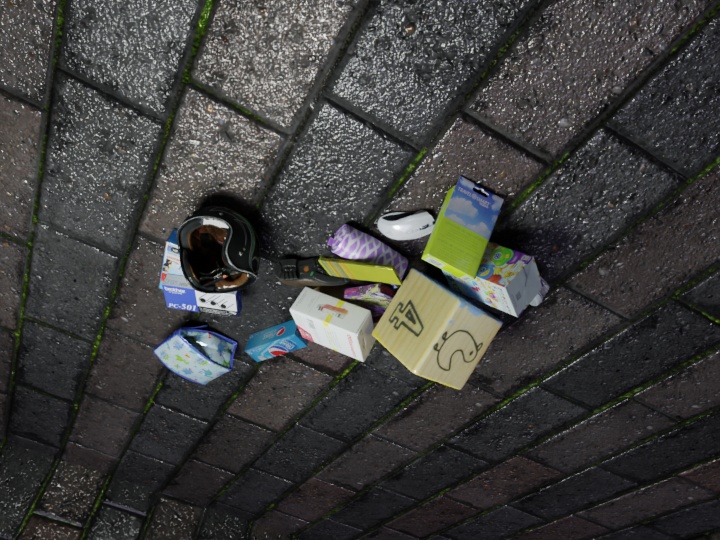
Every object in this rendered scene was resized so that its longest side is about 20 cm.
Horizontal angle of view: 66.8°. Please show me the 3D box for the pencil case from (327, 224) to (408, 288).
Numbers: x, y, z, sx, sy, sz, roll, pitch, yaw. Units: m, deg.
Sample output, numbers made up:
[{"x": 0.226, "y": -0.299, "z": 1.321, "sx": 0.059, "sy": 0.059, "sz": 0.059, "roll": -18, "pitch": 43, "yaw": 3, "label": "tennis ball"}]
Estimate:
[{"x": 0.023, "y": -0.038, "z": 1.350, "sx": 0.200, "sy": 0.084, "sz": 0.085, "roll": 31, "pitch": 165, "yaw": -18, "label": "pencil case"}]

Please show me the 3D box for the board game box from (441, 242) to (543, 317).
[{"x": 0.296, "y": 0.007, "z": 1.252, "sx": 0.200, "sy": 0.103, "sz": 0.105, "roll": 25, "pitch": 155, "yaw": 48, "label": "board game box"}]

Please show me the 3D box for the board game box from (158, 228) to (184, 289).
[{"x": -0.432, "y": 0.002, "z": 1.485, "sx": 0.200, "sy": 0.056, "sz": 0.196, "roll": 20, "pitch": 135, "yaw": -10, "label": "board game box"}]

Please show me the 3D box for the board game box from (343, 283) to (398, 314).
[{"x": 0.066, "y": 0.081, "z": 1.429, "sx": 0.120, "sy": 0.032, "sz": 0.200, "roll": -15, "pitch": 152, "yaw": 37, "label": "board game box"}]

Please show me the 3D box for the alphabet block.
[{"x": 0.185, "y": 0.142, "z": 1.336, "sx": 0.195, "sy": 0.196, "sz": 0.200, "roll": 26, "pitch": 98, "yaw": -38, "label": "alphabet block"}]

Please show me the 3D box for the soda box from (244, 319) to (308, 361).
[{"x": -0.251, "y": 0.211, "z": 1.653, "sx": 0.200, "sy": 0.068, "sz": 0.064, "roll": -21, "pitch": 127, "yaw": 28, "label": "soda box"}]

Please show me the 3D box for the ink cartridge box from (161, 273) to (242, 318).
[{"x": -0.427, "y": 0.070, "z": 1.480, "sx": 0.200, "sy": 0.044, "sz": 0.094, "roll": 8, "pitch": 134, "yaw": 2, "label": "ink cartridge box"}]

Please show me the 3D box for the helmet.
[{"x": -0.339, "y": -0.056, "z": 1.317, "sx": 0.200, "sy": 0.191, "sz": 0.200, "roll": -13, "pitch": 161, "yaw": -5, "label": "helmet"}]

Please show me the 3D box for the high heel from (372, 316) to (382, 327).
[{"x": 0.042, "y": 0.158, "z": 1.520, "sx": 0.200, "sy": 0.068, "sz": 0.096, "roll": -1, "pitch": 180, "yaw": 30, "label": "high heel"}]

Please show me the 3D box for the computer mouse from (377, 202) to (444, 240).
[{"x": 0.137, "y": -0.103, "z": 1.285, "sx": 0.200, "sy": 0.044, "sz": 0.110, "roll": -7, "pitch": 134, "yaw": 17, "label": "computer mouse"}]

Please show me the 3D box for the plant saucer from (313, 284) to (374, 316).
[{"x": -0.061, "y": 0.119, "z": 1.549, "sx": 0.200, "sy": 0.035, "sz": 0.200, "roll": 5, "pitch": 135, "yaw": 5, "label": "plant saucer"}]

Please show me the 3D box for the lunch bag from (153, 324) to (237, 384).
[{"x": -0.518, "y": 0.255, "z": 1.705, "sx": 0.200, "sy": 0.128, "sz": 0.170, "roll": 30, "pitch": 133, "yaw": -32, "label": "lunch bag"}]

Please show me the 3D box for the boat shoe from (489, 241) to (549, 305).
[{"x": 0.377, "y": -0.004, "z": 1.328, "sx": 0.200, "sy": 0.067, "sz": 0.074, "roll": 48, "pitch": 162, "yaw": -9, "label": "boat shoe"}]

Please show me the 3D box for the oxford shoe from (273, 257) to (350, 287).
[{"x": -0.122, "y": 0.010, "z": 1.441, "sx": 0.200, "sy": 0.073, "sz": 0.084, "roll": 5, "pitch": 159, "yaw": 2, "label": "oxford shoe"}]

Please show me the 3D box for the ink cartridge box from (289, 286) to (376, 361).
[{"x": -0.067, "y": 0.142, "z": 1.431, "sx": 0.200, "sy": 0.083, "sz": 0.145, "roll": 19, "pitch": 148, "yaw": 23, "label": "ink cartridge box"}]

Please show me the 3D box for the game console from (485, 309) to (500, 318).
[{"x": 0.257, "y": 0.156, "z": 1.541, "sx": 0.200, "sy": 0.117, "sz": 0.176, "roll": 24, "pitch": 164, "yaw": -13, "label": "game console"}]

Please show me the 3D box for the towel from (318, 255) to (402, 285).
[{"x": 0.000, "y": 0.000, "z": 1.326, "sx": 0.200, "sy": 0.018, "sz": 0.086, "roll": 7, "pitch": 156, "yaw": 25, "label": "towel"}]

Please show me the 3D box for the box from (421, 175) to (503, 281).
[{"x": 0.225, "y": -0.091, "z": 1.196, "sx": 0.122, "sy": 0.200, "sz": 0.048, "roll": 27, "pitch": 164, "yaw": -10, "label": "box"}]
